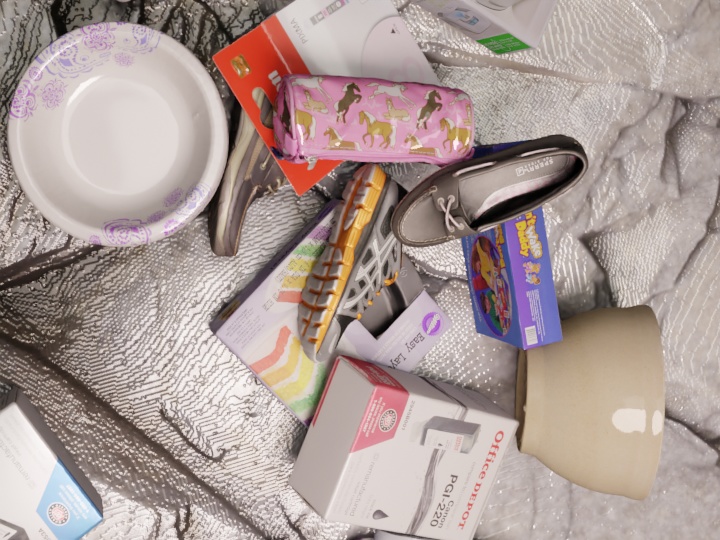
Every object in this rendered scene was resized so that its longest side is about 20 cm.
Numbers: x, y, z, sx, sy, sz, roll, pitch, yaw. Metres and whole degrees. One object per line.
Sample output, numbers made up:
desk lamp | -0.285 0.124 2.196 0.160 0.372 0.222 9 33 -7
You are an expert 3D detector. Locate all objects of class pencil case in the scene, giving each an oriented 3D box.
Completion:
pencil case | 0.014 -0.140 1.039 0.197 0.083 0.088 -1 103 -21

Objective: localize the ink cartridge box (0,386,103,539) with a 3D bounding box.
ink cartridge box | -0.366 0.234 1.029 0.199 0.084 0.146 -37 103 -10

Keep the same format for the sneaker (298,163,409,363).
sneaker | 0.000 0.000 1.071 0.076 0.078 0.203 24 88 -25

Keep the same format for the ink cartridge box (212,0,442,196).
ink cartridge box | -0.026 -0.196 1.079 0.200 0.057 0.164 -43 106 -37

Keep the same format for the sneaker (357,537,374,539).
sneaker | 0.036 0.383 1.151 0.079 0.088 0.203 -22 98 -11

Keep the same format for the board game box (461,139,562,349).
board game box | 0.148 -0.030 1.128 0.044 0.134 0.204 -12 97 -14

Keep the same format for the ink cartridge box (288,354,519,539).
ink cartridge box | 0.047 0.186 1.107 0.198 0.085 0.148 17 97 -36

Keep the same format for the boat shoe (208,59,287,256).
boat shoe | -0.101 -0.108 1.085 0.072 0.074 0.204 14 91 -16

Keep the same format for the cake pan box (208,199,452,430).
cake pan box | -0.026 0.055 1.130 0.200 0.052 0.185 -45 106 -9

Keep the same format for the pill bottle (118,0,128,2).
pill bottle | -0.169 -0.348 1.029 0.198 0.112 0.114 -31 101 -12

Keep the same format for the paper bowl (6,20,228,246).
paper bowl | -0.223 -0.124 1.024 0.197 0.104 0.205 0 91 -5

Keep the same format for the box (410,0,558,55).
box | 0.133 -0.356 1.120 0.175 0.097 0.203 27 86 -20

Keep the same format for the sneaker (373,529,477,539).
sneaker | 0.099 0.323 1.165 0.197 0.073 0.072 19 86 -22

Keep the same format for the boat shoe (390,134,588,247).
boat shoe | 0.120 -0.075 1.021 0.197 0.057 0.068 -23 104 3

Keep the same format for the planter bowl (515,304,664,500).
planter bowl | 0.233 0.135 1.145 0.132 0.200 0.204 3 93 2
